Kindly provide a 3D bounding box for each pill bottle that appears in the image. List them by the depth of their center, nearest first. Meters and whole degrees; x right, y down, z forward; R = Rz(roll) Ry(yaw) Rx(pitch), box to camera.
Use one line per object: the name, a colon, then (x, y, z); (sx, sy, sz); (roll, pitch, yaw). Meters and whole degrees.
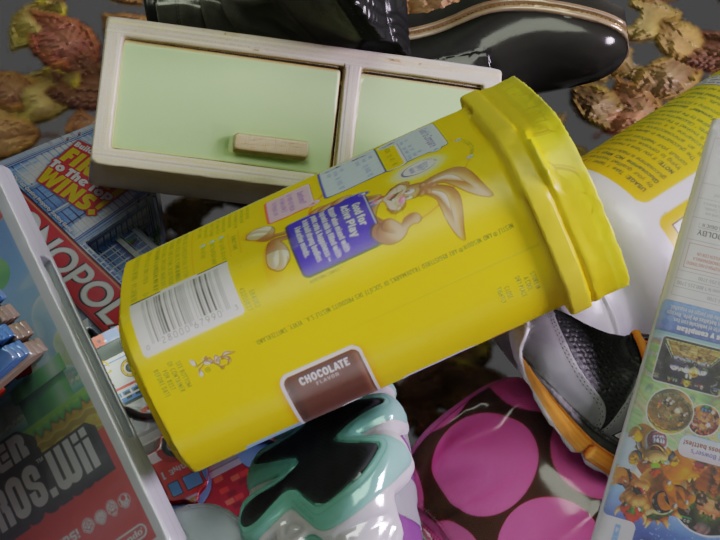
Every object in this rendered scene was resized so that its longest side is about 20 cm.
pill bottle: (0.159, -0.022, 0.903); (0.200, 0.112, 0.112); (-31, 58, -22)

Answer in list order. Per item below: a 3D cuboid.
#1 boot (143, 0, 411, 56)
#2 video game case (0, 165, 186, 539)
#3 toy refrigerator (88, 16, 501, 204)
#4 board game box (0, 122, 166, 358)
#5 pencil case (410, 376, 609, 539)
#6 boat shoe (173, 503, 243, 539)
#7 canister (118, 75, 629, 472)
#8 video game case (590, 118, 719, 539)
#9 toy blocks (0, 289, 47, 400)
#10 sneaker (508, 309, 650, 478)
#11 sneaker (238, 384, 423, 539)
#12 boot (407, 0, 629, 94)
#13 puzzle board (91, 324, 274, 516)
boot: (-0.051, -0.137, 0.897); (0.131, 0.200, 0.068); (-6, 81, 9)
video game case: (-0.175, 0.071, 0.794); (0.143, 0.017, 0.200); (-35, 69, 16)
toy refrigerator: (-0.034, -0.073, 0.900); (0.200, 0.070, 0.076); (7, 82, -9)
board game box: (-0.155, 0.010, 0.916); (0.200, 0.062, 0.200); (-37, 60, -24)
pencil case: (0.095, 0.148, 0.788); (0.094, 0.091, 0.200); (-25, 58, -20)
boat shoe: (-0.061, 0.203, 0.757); (0.074, 0.068, 0.200); (-12, 65, -3)
canister: (0.000, 0.000, 0.775); (0.200, 0.087, 0.149); (-24, 16, 1)
video game case: (0.189, 0.046, 0.739); (0.143, 0.018, 0.200); (15, 80, 19)
toy blocks: (-0.188, 0.051, 0.702); (0.137, 0.200, 0.100); (-41, 90, 4)
sneaker: (0.154, 0.064, 0.805); (0.200, 0.077, 0.078); (30, 24, -18)
sneaker: (0.010, 0.153, 0.761); (0.078, 0.140, 0.200); (-17, 42, 27)
boot: (0.051, -0.077, 0.981); (0.200, 0.077, 0.138); (-7, 55, 12)
puzzle board: (-0.101, 0.100, 0.833); (0.200, 0.017, 0.151); (-26, 78, -15)
